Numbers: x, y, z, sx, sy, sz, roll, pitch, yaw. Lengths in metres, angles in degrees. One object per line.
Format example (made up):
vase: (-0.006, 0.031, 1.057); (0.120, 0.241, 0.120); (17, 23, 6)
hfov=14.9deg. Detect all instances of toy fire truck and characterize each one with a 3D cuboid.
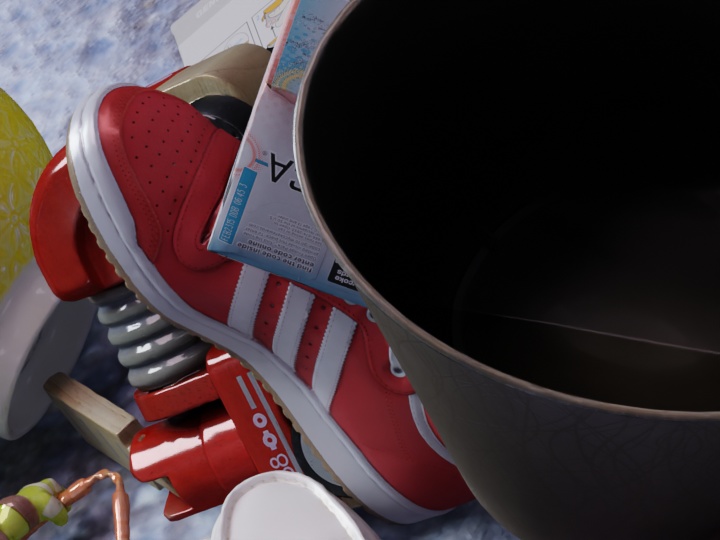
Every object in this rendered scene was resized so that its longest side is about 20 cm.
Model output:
toy fire truck: (-0.075, 0.020, 1.098); (0.199, 0.177, 0.129); (-23, 11, 26)

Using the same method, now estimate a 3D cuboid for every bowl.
bowl: (-0.179, 0.014, 1.196); (0.107, 0.200, 0.201); (25, 62, 11)

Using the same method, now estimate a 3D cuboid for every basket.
basket: (0.075, 0.005, 0.775); (0.179, 0.200, 0.137); (10, 70, 6)

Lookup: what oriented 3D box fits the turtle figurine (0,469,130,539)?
turtle figurine: (-0.189, 0.153, 1.116); (0.161, 0.064, 0.201); (-1, 52, 39)

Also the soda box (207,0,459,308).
soda box: (0.005, -0.074, 0.904); (0.063, 0.069, 0.200); (20, 34, -2)

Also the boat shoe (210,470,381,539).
boat shoe: (-0.008, 0.127, 0.899); (0.071, 0.069, 0.200); (-22, 43, -4)

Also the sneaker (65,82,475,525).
sneaker: (0.000, 0.000, 0.915); (0.112, 0.200, 0.071); (-21, 33, 42)

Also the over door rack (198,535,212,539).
over door rack: (0.027, 0.160, 0.955); (0.199, 0.067, 0.148); (-5, 46, 15)

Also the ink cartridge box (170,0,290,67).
ink cartridge box: (0.013, -0.110, 1.224); (0.200, 0.045, 0.177); (-39, 37, 17)
